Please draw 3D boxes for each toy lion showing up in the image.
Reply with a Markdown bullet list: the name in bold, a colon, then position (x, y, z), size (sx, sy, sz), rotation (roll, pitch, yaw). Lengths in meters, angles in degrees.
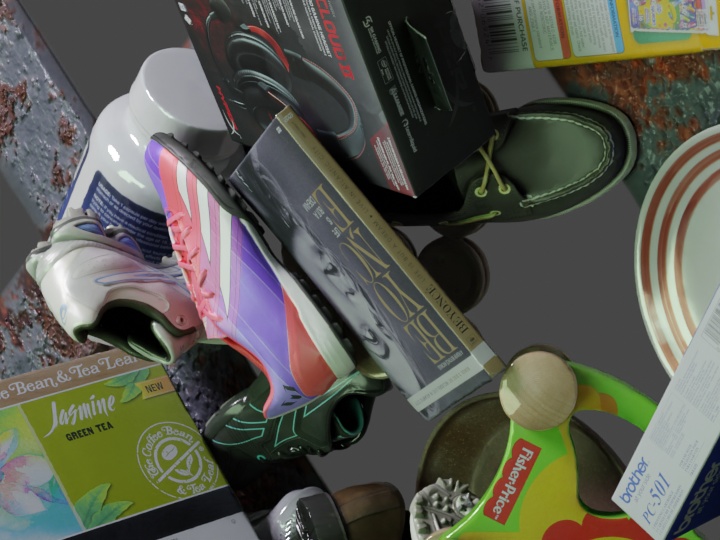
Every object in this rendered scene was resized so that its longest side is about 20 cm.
- **toy lion**: position (0.139, 0.169, 1.534), size (0.191, 0.069, 0.201), rotation (25, 94, 3)

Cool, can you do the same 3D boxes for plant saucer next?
- **plant saucer**: position (0.119, 0.169, 1.638), size (0.200, 0.037, 0.202), rotation (18, 116, 41)

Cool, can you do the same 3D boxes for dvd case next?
- **dvd case**: position (0.000, 0.000, 1.567), size (0.200, 0.016, 0.149), rotation (50, 161, 1)

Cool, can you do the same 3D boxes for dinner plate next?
- **dinner plate**: position (0.240, 0.011, 1.468), size (0.199, 0.024, 0.202), rotation (17, 115, 40)

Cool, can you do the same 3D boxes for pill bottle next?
- **pill bottle**: position (-0.142, -0.051, 1.767), size (0.111, 0.111, 0.201), rotation (47, 133, 23)

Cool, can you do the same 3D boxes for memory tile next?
- **memory tile**: position (0.017, -0.029, 1.643), size (0.152, 0.017, 0.202), rotation (9, 102, 27)

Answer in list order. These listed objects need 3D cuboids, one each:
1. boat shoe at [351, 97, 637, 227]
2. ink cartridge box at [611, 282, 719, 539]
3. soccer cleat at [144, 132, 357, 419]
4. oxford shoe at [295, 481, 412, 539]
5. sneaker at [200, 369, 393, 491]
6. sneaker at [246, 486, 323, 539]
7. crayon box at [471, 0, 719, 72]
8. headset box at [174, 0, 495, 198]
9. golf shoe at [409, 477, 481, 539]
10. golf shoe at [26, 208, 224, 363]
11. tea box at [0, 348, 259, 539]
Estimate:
- **boat shoe**: position (0.069, -0.060, 1.562), size (0.200, 0.060, 0.072), rotation (-10, 92, 32)
- **ink cartridge box**: position (0.216, 0.055, 1.424), size (0.044, 0.094, 0.201), rotation (42, 130, 26)
- **soccer cleat**: position (-0.086, 0.001, 1.644), size (0.200, 0.073, 0.068), rotation (52, 177, 7)
- **oxford shoe**: position (0.003, 0.201, 1.728), size (0.200, 0.084, 0.073), rotation (99, 149, -63)
- **sneaker**: position (-0.046, 0.101, 1.752), size (0.079, 0.075, 0.200), rotation (51, 134, 16)
- **sneaker**: position (-0.095, 0.192, 1.833), size (0.115, 0.075, 0.200), rotation (49, 136, 17)
- **crayon box**: position (0.147, -0.185, 1.470), size (0.199, 0.051, 0.127), rotation (0, 104, 46)
- **headset box**: position (-0.016, -0.136, 1.522), size (0.199, 0.075, 0.149), rotation (20, 140, 47)
- **golf shoe**: position (0.079, 0.232, 1.625), size (0.201, 0.078, 0.097), rotation (59, 142, 13)
- **golf shoe**: position (-0.124, 0.032, 1.696), size (0.078, 0.199, 0.098), rotation (-53, 40, 33)
- **tea box**: position (-0.202, 0.180, 1.741), size (0.197, 0.199, 0.134), rotation (58, 139, 20)
